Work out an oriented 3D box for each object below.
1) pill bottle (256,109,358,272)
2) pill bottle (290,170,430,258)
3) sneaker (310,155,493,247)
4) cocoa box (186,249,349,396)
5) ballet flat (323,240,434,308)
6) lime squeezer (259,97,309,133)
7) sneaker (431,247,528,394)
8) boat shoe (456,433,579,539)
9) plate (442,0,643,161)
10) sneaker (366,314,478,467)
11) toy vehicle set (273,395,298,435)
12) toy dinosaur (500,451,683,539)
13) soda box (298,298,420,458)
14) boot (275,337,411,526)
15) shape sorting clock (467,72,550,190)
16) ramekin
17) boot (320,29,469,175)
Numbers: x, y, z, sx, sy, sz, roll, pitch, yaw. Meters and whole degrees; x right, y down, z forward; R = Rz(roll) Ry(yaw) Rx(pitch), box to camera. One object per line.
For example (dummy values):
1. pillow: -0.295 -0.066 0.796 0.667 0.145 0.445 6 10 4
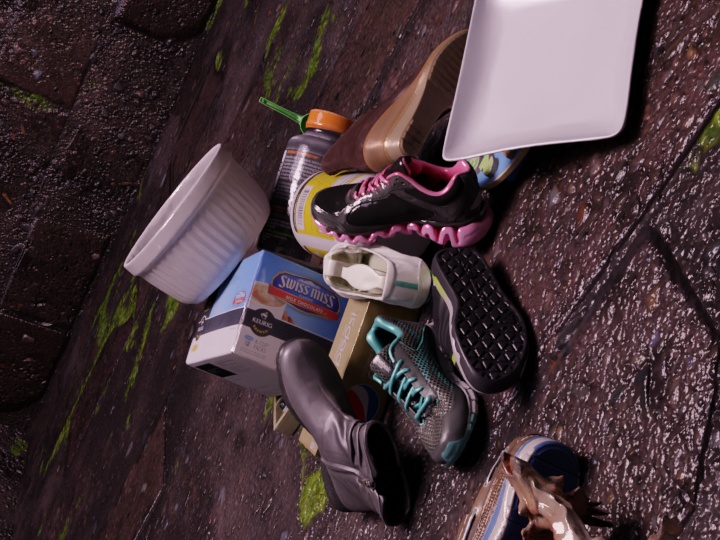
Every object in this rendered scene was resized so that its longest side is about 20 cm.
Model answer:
1. pill bottle: -0.062 -0.108 1.516 0.106 0.105 0.203 11 83 69
2. pill bottle: 0.002 -0.059 1.342 0.199 0.110 0.113 16 86 63
3. sneaker: 0.036 -0.081 1.171 0.096 0.196 0.080 72 -152 -42
4. cocoa box: -0.116 0.070 1.426 0.199 0.132 0.133 -19 51 64
5. ballet flat: 0.000 0.000 1.197 0.199 0.069 0.071 13 83 58
6. lime squeezer: -0.071 -0.223 1.761 0.199 0.071 0.038 35 87 39
7. sneaker: 0.108 0.060 1.071 0.201 0.070 0.084 -99 12 -54
8. boat shoe: 0.109 0.225 0.899 0.202 0.072 0.072 -62 15 -5
9. plate: 0.178 -0.197 1.065 0.198 0.032 0.203 -4 65 43
10. sneaker: 0.051 0.111 1.103 0.078 0.090 0.201 -62 22 22
11. toy vehicle set: -0.059 0.103 1.483 0.201 0.026 0.125 -56 24 34
12. toy dinosaur: 0.150 0.227 0.774 0.135 0.084 0.204 152 119 -75
13. soda box: 0.000 0.112 1.273 0.203 0.063 0.068 -71 20 1
14. boot: -0.010 0.156 1.161 0.203 0.069 0.131 65 155 -4
15. shape sorting clock: 0.155 -0.179 1.173 0.201 0.039 0.202 -52 28 41
16. ramekin: -0.203 -0.052 1.468 0.200 0.105 0.201 -48 15 17
17. boot: 0.047 -0.192 1.310 0.201 0.072 0.165 -54 26 -22
